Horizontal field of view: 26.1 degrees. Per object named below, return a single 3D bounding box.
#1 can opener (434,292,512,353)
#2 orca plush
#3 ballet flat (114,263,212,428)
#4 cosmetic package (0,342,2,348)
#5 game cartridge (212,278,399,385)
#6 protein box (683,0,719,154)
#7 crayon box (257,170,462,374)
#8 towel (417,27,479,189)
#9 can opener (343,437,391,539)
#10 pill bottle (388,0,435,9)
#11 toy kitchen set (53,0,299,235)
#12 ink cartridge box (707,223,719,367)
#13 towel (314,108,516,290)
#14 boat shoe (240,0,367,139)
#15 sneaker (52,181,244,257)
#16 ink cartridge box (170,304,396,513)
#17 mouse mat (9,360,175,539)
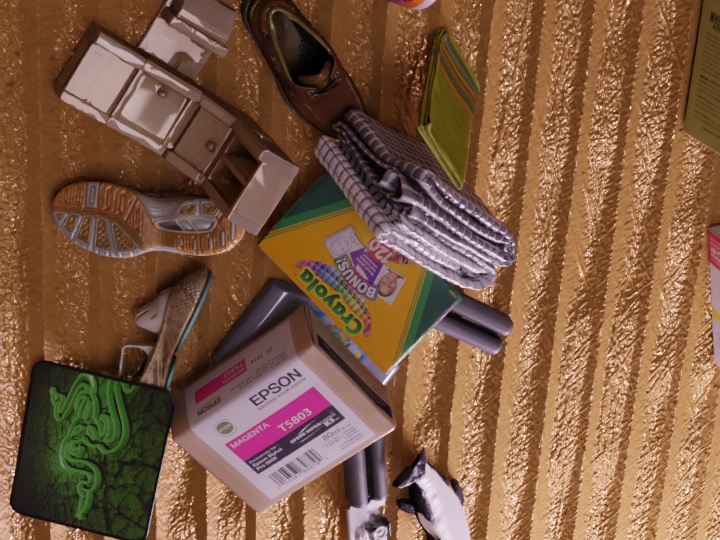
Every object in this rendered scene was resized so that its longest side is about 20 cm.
[{"bbox_3d":[0.089,0.045,1.775,0.199,0.067,0.053,25,104,-21],"label":"can opener"},{"bbox_3d":[0.073,0.293,1.891,0.071,0.106,0.200,-5,151,23],"label":"orca plush"},{"bbox_3d":[-0.222,0.079,1.683,0.065,0.071,0.201,20,102,-10],"label":"ballet flat"},{"bbox_3d":[-0.471,0.070,1.558,0.199,0.105,0.071,-23,120,-8],"label":"cosmetic package"},{"bbox_3d":[-0.054,0.099,1.774,0.200,0.040,0.134,34,95,-30],"label":"game cartridge"},{"bbox_3d":[0.482,-0.222,1.737,0.134,0.199,0.201,-5,115,-19],"label":"protein box"},{"bbox_3d":[0.000,0.000,1.679,0.200,0.058,0.119,45,93,2],"label":"crayon box"},{"bbox_3d":[0.095,-0.173,1.618,0.018,0.200,0.086,-24,120,25],"label":"towel"},{"bbox_3d":[-0.002,0.251,1.844,0.053,0.067,0.201,-16,118,-25],"label":"can opener"},{"bbox_3d":[-0.009,-0.339,1.544,0.199,0.110,0.110,14,108,-26],"label":"pill bottle"},{"bbox_3d":[-0.161,-0.176,1.520,0.200,0.180,0.163,29,100,-29],"label":"toy kitchen set"},{"bbox_3d":[0.518,0.031,1.935,0.145,0.083,0.201,-16,118,-13],"label":"ink cartridge box"},{"bbox_3d":[0.062,-0.079,1.637,0.086,0.166,0.200,-48,136,13],"label":"towel"},{"bbox_3d":[-0.054,-0.204,1.613,0.072,0.068,0.200,-43,123,-1],"label":"boat shoe"},{"bbox_3d":[-0.220,-0.048,1.620,0.199,0.088,0.076,9,93,-1],"label":"sneaker"},{"bbox_3d":[-0.088,0.158,1.723,0.200,0.075,0.165,-34,126,15],"label":"ink cartridge box"},{"bbox_3d":[-0.296,0.202,1.704,0.160,0.008,0.201,14,112,-1],"label":"mouse mat"}]
